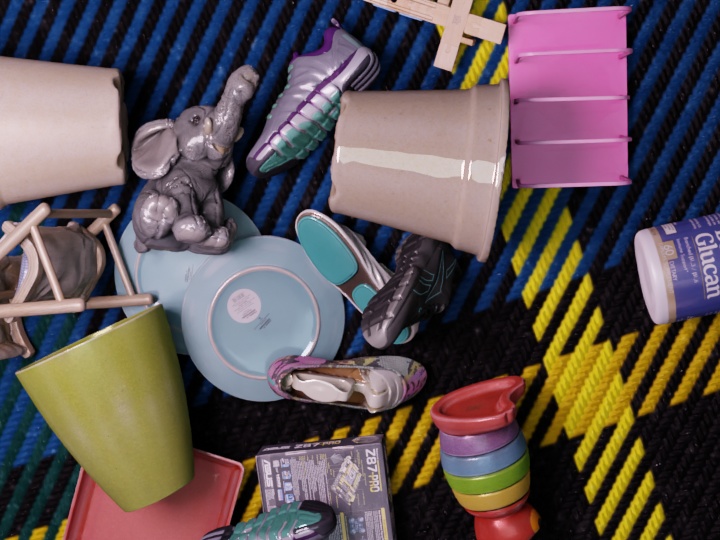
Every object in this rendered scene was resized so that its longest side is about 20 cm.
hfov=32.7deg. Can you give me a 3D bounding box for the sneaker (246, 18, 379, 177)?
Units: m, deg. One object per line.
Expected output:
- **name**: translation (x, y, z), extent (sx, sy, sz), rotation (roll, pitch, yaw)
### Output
- **sneaker**: translation (-0.071, -0.201, 1.449), extent (0.200, 0.074, 0.088), rotation (-43, 69, 4)

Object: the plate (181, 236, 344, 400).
- **plate**: translation (-0.116, 0.061, 1.477), extent (0.197, 0.026, 0.204), rotation (-1, 100, -6)

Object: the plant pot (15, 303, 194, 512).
- **plant pot**: translation (-0.275, 0.169, 1.436), extent (0.185, 0.187, 0.202), rotation (-24, 94, 7)

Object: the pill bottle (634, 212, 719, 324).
- **pill bottle**: translation (0.422, -0.012, 1.405), extent (0.197, 0.111, 0.113), rotation (-13, 95, 6)

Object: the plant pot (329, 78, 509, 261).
- **plant pot**: translation (0.061, -0.121, 1.364), extent (0.180, 0.201, 0.204), rotation (7, 97, 1)

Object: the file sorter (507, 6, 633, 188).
- **file sorter**: translation (0.240, -0.194, 1.392), extent (0.136, 0.125, 0.204), rotation (-2, 97, 5)

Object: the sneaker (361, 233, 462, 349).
- **sneaker**: translation (0.067, 0.027, 1.409), extent (0.079, 0.201, 0.075), rotation (47, 134, -15)

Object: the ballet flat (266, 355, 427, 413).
- **ballet flat**: translation (-0.012, 0.137, 1.454), extent (0.197, 0.071, 0.070), rotation (4, 106, -13)

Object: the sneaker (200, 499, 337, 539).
- **sneaker**: translation (-0.102, 0.338, 1.471), extent (0.198, 0.075, 0.088), rotation (-20, 106, 26)

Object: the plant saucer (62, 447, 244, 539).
- **plant saucer**: translation (-0.259, 0.302, 1.534), extent (0.197, 0.037, 0.203), rotation (17, 97, 2)

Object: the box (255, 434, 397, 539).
- **box**: translation (-0.037, 0.311, 1.511), extent (0.158, 0.049, 0.204), rotation (-7, 96, 8)

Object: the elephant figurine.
- **elephant figurine**: translation (-0.193, -0.126, 1.425), extent (0.152, 0.142, 0.204), rotation (5, 80, 5)

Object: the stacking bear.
- **stacking bear**: translation (0.159, 0.246, 1.461), extent (0.112, 0.121, 0.203), rotation (-11, 104, 20)

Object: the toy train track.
- **toy train track**: translation (0.076, -0.307, 1.442), extent (0.197, 0.033, 0.116), rotation (19, 105, 8)

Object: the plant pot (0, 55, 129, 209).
- **plant pot**: translation (-0.364, -0.163, 1.426), extent (0.180, 0.200, 0.204), rotation (-2, 97, -7)

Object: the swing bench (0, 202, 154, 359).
- **swing bench**: translation (-0.379, 0.019, 1.419), extent (0.198, 0.199, 0.131), rotation (-23, 87, 13)

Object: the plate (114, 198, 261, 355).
- **plate**: translation (-0.208, 0.005, 1.502), extent (0.197, 0.026, 0.204), rotation (0, 96, 5)

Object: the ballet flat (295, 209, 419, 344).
- **ballet flat**: translation (0.000, 0.000, 1.465), extent (0.069, 0.069, 0.200), rotation (-40, 98, 8)
